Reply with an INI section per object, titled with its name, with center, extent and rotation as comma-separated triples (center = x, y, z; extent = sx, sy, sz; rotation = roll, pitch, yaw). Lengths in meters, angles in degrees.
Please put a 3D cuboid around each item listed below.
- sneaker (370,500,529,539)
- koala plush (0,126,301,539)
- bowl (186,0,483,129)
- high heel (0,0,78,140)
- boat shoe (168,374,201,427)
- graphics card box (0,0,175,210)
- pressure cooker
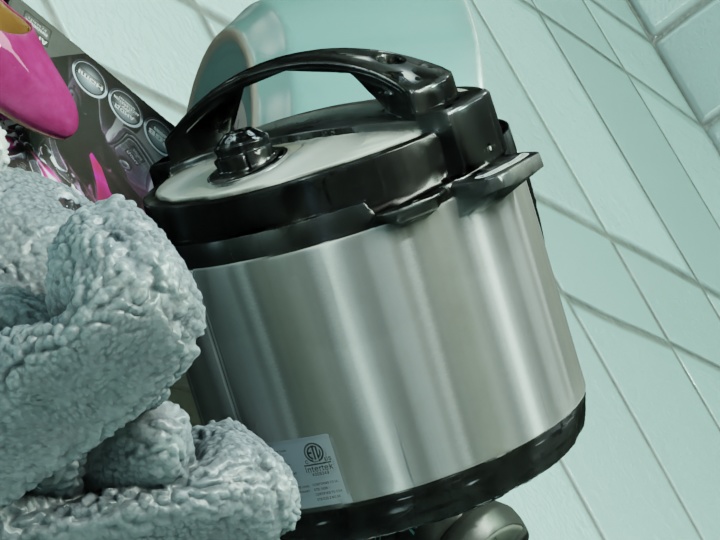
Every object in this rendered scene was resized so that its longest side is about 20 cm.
[sneaker]
center = 0.046, 0.145, 1.384
extent = 0.079, 0.075, 0.200
rotation = 38, -17, 19
[koala plush]
center = -0.146, 0.028, 1.124
extent = 0.201, 0.183, 0.178
rotation = -110, 177, -47
[bowl]
center = -0.024, -0.059, 1.357
extent = 0.104, 0.202, 0.201
rotation = 6, 40, -22
[high heel]
center = -0.181, -0.157, 1.269
extent = 0.200, 0.096, 0.067
rotation = 48, 11, -6
[boat shoe]
center = -0.041, 0.060, 1.338
extent = 0.199, 0.072, 0.063
rotation = 22, 62, -45
[graphics card box]
center = -0.158, -0.029, 1.323
extent = 0.125, 0.051, 0.201
rotation = 39, 35, -24
[pressure cooker]
center = -0.001, 0.001, 1.195
extent = 0.179, 0.175, 0.201
rotation = -128, -160, -78
